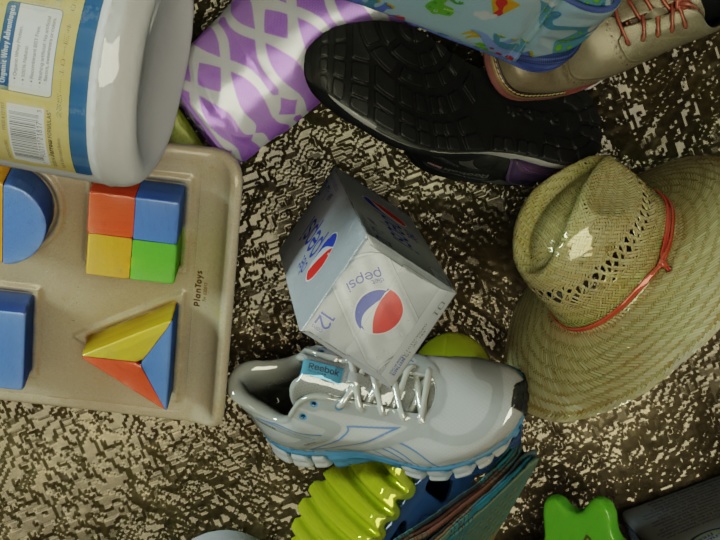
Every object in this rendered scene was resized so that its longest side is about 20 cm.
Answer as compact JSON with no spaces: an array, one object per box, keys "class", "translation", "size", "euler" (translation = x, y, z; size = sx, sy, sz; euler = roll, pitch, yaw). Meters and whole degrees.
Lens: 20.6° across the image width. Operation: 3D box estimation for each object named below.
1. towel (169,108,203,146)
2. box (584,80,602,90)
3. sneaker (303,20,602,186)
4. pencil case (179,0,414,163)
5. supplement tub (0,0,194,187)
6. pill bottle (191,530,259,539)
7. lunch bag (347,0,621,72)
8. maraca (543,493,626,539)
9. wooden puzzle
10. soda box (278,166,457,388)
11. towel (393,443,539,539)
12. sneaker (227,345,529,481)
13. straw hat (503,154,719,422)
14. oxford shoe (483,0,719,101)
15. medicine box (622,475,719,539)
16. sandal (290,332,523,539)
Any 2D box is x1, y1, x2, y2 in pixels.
[{"class":"towel","translation":[-0.184,-0.134,1.194],"size":[0.086,0.018,0.200],"euler":[-32,102,6]},{"class":"box","translation":[0.099,-0.204,1.207],"size":[0.041,0.039,0.200],"euler":[-35,105,-22]},{"class":"sneaker","translation":[0.042,-0.085,1.183],"size":[0.200,0.087,0.076],"euler":[15,64,-31]},{"class":"pencil case","translation":[-0.025,-0.150,1.189],"size":[0.200,0.085,0.084],"euler":[-36,89,3]},{"class":"supplement tub","translation":[-0.204,-0.132,1.100],"size":[0.199,0.145,0.145],"euler":[11,101,6]},{"class":"pill bottle","translation":[-0.079,0.230,1.205],"size":[0.111,0.200,0.111],"euler":[-1,102,-6]},{"class":"lunch bag","translation":[0.055,-0.212,1.104],"size":[0.199,0.082,0.161],"euler":[16,61,-14]},{"class":"maraca","translation":[0.136,0.230,1.257],"size":[0.137,0.107,0.200],"euler":[38,128,23]},{"class":"wooden puzzle","translation":[-0.175,0.007,1.190],"size":[0.199,0.046,0.186],"euler":[8,116,4]},{"class":"soda box","translation":[0.000,0.000,1.163],"size":[0.063,0.200,0.068],"euler":[33,98,-12]},{"class":"towel","translation":[0.031,0.203,1.210],"size":[0.022,0.147,0.200],"euler":[39,132,18]},{"class":"sneaker","translation":[0.004,0.079,1.189],"size":[0.199,0.075,0.087],"euler":[-7,150,33]},{"class":"straw hat","translation":[0.138,-0.016,1.169],"size":[0.201,0.201,0.085],"euler":[-45,118,5]},{"class":"oxford shoe","translation":[0.162,-0.156,1.174],"size":[0.200,0.075,0.071],"euler":[-27,101,-26]},{"class":"medicine box","translation":[0.262,0.242,1.237],"size":[0.103,0.200,0.183],"euler":[-20,103,-6]},{"class":"sandal","translation":[0.035,0.137,1.263],"size":[0.087,0.080,0.200],"euler":[30,108,-38]}]
